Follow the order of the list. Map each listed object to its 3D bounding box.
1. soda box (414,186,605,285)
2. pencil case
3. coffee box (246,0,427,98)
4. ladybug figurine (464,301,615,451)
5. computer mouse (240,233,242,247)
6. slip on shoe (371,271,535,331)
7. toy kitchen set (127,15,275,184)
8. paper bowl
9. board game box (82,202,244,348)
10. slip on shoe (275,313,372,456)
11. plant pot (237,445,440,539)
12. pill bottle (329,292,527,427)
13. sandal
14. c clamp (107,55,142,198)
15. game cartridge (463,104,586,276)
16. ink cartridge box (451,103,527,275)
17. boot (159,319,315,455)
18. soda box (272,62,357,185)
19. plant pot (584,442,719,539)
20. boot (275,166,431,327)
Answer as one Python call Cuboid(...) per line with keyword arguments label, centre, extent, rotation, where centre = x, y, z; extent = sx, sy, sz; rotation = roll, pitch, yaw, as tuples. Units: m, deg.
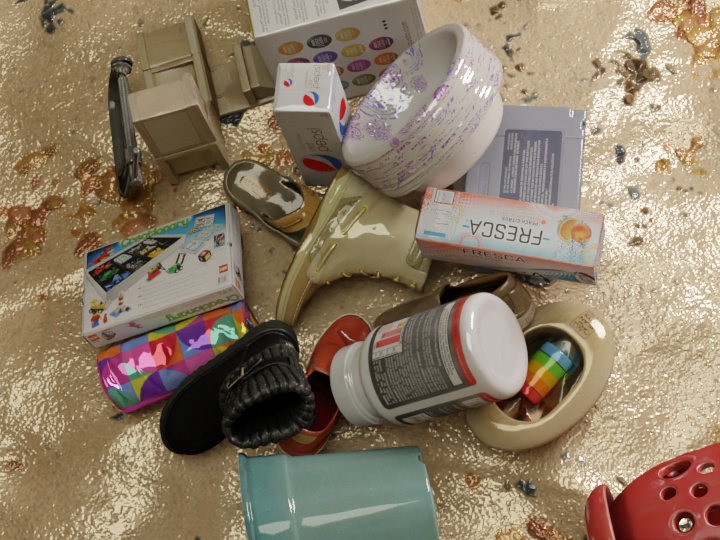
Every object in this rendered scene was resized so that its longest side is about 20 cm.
Cuboid(label="soda box", centre=(0.162, -0.037, 1.630), extent=(0.199, 0.068, 0.064), rotation=(10, 74, 14))
Cuboid(label="pencil case", centre=(-0.204, 0.101, 1.746), extent=(0.199, 0.088, 0.089), rotation=(-20, 67, 4))
Cuboid(label="coffee box", centre=(-0.032, -0.340, 1.816), extent=(0.197, 0.200, 0.201), rotation=(-13, 68, 5))
Cuboid(label="ladybug figurine", centre=(0.202, 0.120, 1.672), extent=(0.200, 0.072, 0.136), rotation=(-42, 67, -6))
Cuboid(label="computer mouse", centre=(-0.226, 0.012, 1.813), extent=(0.199, 0.034, 0.059), rotation=(-30, 52, 6))
Cuboid(label="slip on shoe", centre=(0.097, 0.043, 1.693), extent=(0.199, 0.061, 0.076), rotation=(-7, 41, 32))
Cuboid(label="toy kitchen set", centre=(-0.192, -0.246, 1.821), extent=(0.162, 0.181, 0.201), rotation=(-16, 68, 3))
Cuboid(label="paper bowl", centre=(0.081, -0.169, 1.685), extent=(0.104, 0.200, 0.201), rotation=(39, 77, -20))
Cuboid(label="board game box", centre=(-0.235, 0.005, 1.776), extent=(0.199, 0.035, 0.127), rotation=(-18, 51, 15))
Cuboid(label="slip on shoe", centre=(-0.034, 0.125, 1.695), extent=(0.074, 0.061, 0.200), rotation=(28, 54, 2))
Cuboid(label="plant pot", centre=(-0.018, 0.276, 1.599), extent=(0.195, 0.200, 0.201), rotation=(-10, 68, -3))
Cuboid(label="pill bottle", centre=(0.071, 0.103, 1.628), extent=(0.199, 0.116, 0.116), rotation=(-19, 64, 35))
Cuboid(label="sandal", centre=(-0.081, -0.078, 1.804), extent=(0.199, 0.054, 0.081), rotation=(29, 77, 13))
Cuboid(label="c clamp", centre=(-0.284, -0.179, 1.827), extent=(0.027, 0.171, 0.201), rotation=(-4, 62, -16))
Cuboid(label="game cartridge", centre=(0.184, -0.090, 1.700), extent=(0.132, 0.041, 0.201), rotation=(5, 72, 8))
Cuboid(label="ink cartridge box", centre=(0.175, -0.080, 1.755), extent=(0.116, 0.068, 0.201), rotation=(-19, 66, 4))
Cuboid(label="boot", centre=(-0.141, 0.158, 1.651), extent=(0.211, 0.079, 0.158), rotation=(-45, 25, 15))
Cuboid(label="soda box", centre=(-0.048, -0.168, 1.754), extent=(0.068, 0.200, 0.064), rotation=(2, 68, 10))
Cuboid(label="plant pot", centre=(0.334, 0.290, 1.524), extent=(0.182, 0.200, 0.201), rotation=(-18, 67, 12))
Cuboid(label="boot", centre=(0.000, 0.000, 1.749), extent=(0.155, 0.073, 0.201), rotation=(26, 98, -2))
